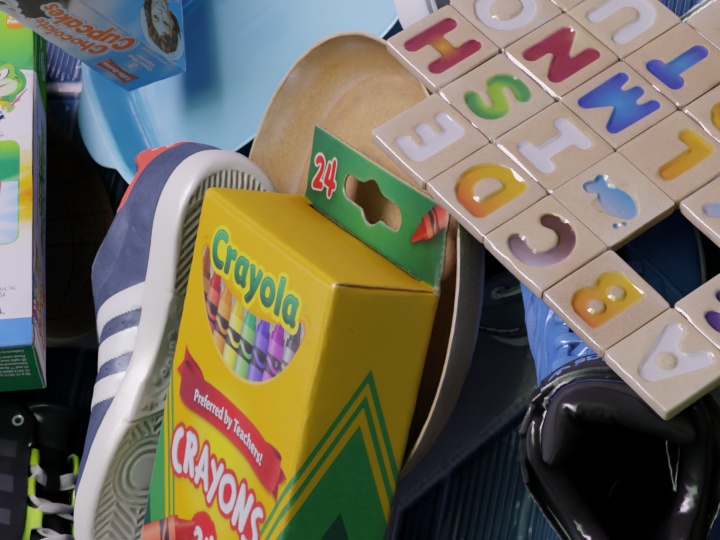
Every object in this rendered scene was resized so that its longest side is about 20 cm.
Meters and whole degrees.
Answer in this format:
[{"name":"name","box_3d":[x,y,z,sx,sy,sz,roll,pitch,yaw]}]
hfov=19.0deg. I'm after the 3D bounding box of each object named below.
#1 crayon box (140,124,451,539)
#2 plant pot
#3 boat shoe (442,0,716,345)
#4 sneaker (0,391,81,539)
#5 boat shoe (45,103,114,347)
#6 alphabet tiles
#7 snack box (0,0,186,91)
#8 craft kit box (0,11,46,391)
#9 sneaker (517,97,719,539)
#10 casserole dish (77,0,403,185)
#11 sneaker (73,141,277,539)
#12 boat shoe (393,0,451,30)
[{"name":"crayon box","box_3d":[-0.030,0.049,0.879,0.127,0.051,0.200,35,117,57]},{"name":"plant pot","box_3d":[0.000,0.000,0.909,0.200,0.027,0.200,-9,80,60]},{"name":"boat shoe","box_3d":[0.110,-0.050,0.883,0.200,0.062,0.073,-45,56,12]},{"name":"sneaker","box_3d":[-0.162,0.097,1.000,0.083,0.072,0.200,-45,56,10]},{"name":"boat shoe","box_3d":[-0.175,-0.037,1.065,0.200,0.072,0.065,62,146,28]},{"name":"alphabet tiles","box_3d":[0.110,-0.052,0.820,0.167,0.008,0.200,-33,59,-21]},{"name":"snack box","box_3d":[-0.149,-0.170,0.959,0.037,0.200,0.116,-17,65,25]},{"name":"craft kit box","box_3d":[-0.245,-0.030,0.988,0.200,0.049,0.198,-4,59,-1]},{"name":"sneaker","box_3d":[0.096,0.027,0.805,0.077,0.111,0.200,-7,85,8]},{"name":"casserole dish","box_3d":[-0.047,-0.113,1.020,0.200,0.039,0.121,-36,58,18]},{"name":"sneaker","box_3d":[-0.093,0.037,0.976,0.085,0.075,0.200,27,102,54]},{"name":"boat shoe","box_3d":[0.058,-0.191,0.961,0.057,0.069,0.200,-4,69,37]}]
